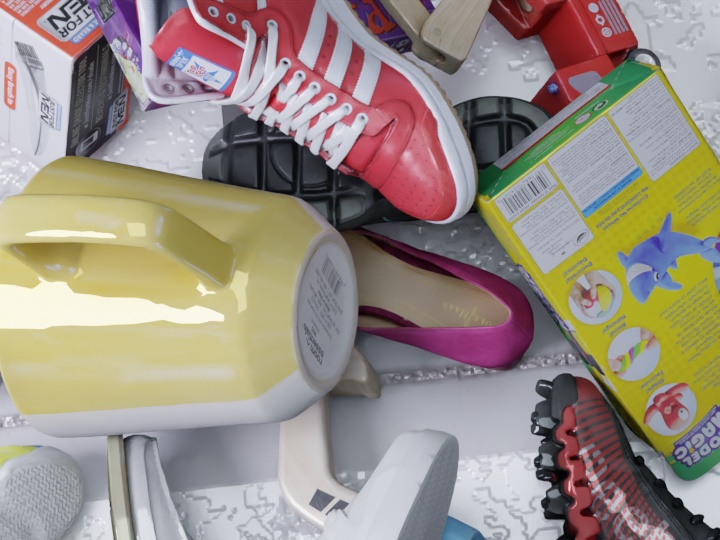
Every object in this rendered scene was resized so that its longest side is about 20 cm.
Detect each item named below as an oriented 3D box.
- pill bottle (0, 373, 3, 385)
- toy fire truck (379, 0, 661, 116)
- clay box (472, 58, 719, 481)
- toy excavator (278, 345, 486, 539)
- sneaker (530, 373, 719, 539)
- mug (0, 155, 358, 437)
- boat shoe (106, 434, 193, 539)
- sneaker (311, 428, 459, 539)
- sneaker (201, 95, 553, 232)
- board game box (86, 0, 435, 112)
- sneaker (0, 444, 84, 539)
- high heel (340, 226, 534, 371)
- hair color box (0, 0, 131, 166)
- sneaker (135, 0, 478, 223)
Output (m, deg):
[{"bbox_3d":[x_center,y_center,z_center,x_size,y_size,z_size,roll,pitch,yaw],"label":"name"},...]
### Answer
[{"bbox_3d":[-0.296,0.015,1.059,0.199,0.111,0.111,4,76,6],"label":"pill bottle"},{"bbox_3d":[0.068,-0.150,1.074,0.141,0.049,0.200,-18,74,-25],"label":"toy fire truck"},{"bbox_3d":[0.156,0.003,1.021,0.115,0.048,0.200,-37,110,-5],"label":"clay box"},{"bbox_3d":[0.008,0.150,1.014,0.200,0.100,0.195,23,78,19],"label":"toy excavator"},{"bbox_3d":[0.152,0.143,1.009,0.098,0.071,0.201,-18,77,1],"label":"sneaker"},{"bbox_3d":[-0.093,0.021,0.985,0.153,0.187,0.150,3,103,22],"label":"mug"},{"bbox_3d":[-0.089,0.180,1.025,0.068,0.075,0.200,-12,79,-8],"label":"boat shoe"},{"bbox_3d":[-0.036,0.154,0.941,0.115,0.074,0.200,21,80,24],"label":"sneaker"},{"bbox_3d":[0.013,-0.051,1.068,0.199,0.079,0.076,0,81,9],"label":"sneaker"},{"bbox_3d":[-0.058,-0.160,1.069,0.200,0.032,0.120,-18,76,-37],"label":"board game box"},{"bbox_3d":[-0.254,0.134,1.045,0.200,0.105,0.076,-21,118,-29],"label":"sneaker"},{"bbox_3d":[0.000,0.000,1.044,0.200,0.096,0.068,16,78,9],"label":"high heel"},{"bbox_3d":[-0.222,-0.153,1.089,0.200,0.111,0.064,36,57,12],"label":"hair color box"},{"bbox_3d":[-0.035,-0.091,0.977,0.112,0.071,0.200,-26,71,-43],"label":"sneaker"}]
